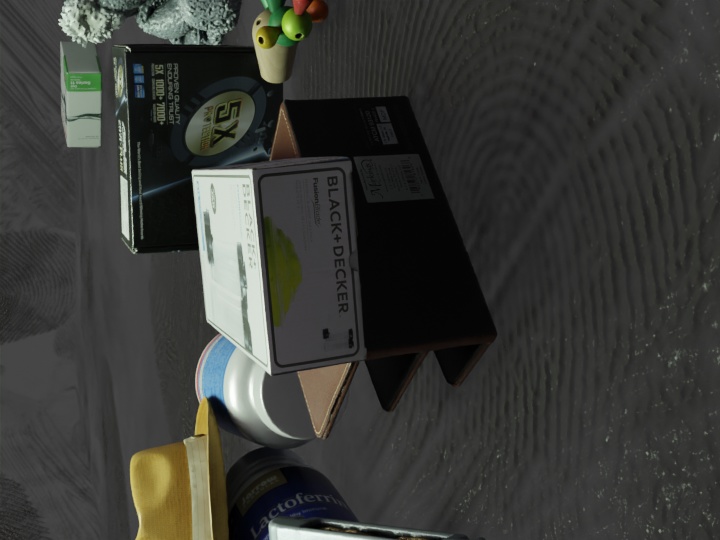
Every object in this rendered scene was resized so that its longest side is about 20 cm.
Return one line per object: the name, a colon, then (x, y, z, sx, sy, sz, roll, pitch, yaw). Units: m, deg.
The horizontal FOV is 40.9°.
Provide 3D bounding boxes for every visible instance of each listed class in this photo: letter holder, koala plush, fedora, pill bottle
letter holder: (0.000, 0.000, 0.695, 0.143, 0.098, 0.203, 114, 145, -53)
koala plush: (-0.259, -0.340, 1.135, 0.183, 0.196, 0.182, 147, 116, -65)
fedora: (-0.167, 0.212, 0.875, 0.200, 0.080, 0.206, 177, 90, -76)
pill bottle: (-0.083, 0.106, 0.901, 0.199, 0.110, 0.115, 171, 94, -69)
pill bottle: (-0.057, 0.245, 0.860, 0.200, 0.113, 0.118, -143, 52, -61)

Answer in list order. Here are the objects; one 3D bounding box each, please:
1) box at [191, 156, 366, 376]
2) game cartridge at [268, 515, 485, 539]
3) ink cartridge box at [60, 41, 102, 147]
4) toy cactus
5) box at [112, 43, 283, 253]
box: (-0.059, -0.012, 0.623, 0.199, 0.059, 0.120, -161, 66, -69)
game cartridge: (0.015, 0.248, 0.675, 0.197, 0.041, 0.137, -6, 85, 40)
ink cartridge box: (-0.652, -0.409, 2.251, 0.148, 0.081, 0.203, -117, 30, -44)
toy cactus: (-0.085, -0.246, 0.883, 0.201, 0.100, 0.167, 55, 154, 37)
box: (-0.166, -0.128, 0.995, 0.086, 0.160, 0.205, -152, 61, -63)
